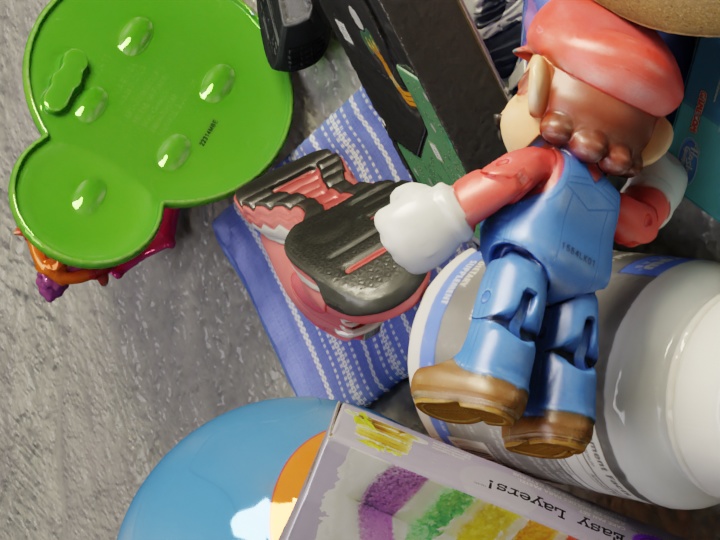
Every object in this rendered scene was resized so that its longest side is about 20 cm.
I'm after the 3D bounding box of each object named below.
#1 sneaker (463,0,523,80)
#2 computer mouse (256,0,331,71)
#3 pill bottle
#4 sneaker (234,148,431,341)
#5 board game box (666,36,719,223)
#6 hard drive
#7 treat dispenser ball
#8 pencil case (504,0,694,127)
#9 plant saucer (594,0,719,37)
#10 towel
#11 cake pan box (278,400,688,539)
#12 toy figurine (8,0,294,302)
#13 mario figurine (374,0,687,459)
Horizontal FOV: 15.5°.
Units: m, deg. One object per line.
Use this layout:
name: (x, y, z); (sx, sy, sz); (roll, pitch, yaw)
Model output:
sneaker: (0.034, -0.187, 1.273); (0.130, 0.079, 0.199); (-6, 100, 55)
computer mouse: (-0.028, -0.158, 1.350); (0.200, 0.034, 0.059); (108, 150, -70)
pill bottle: (0.125, 0.048, 1.209); (0.200, 0.114, 0.114); (7, 108, 50)
sneaker: (0.000, 0.000, 1.340); (0.087, 0.074, 0.200); (66, 172, -21)
board game box: (0.224, -0.056, 1.100); (0.200, 0.047, 0.151); (40, 132, 36)
hard drive: (0.025, -0.099, 1.220); (0.200, 0.038, 0.140); (62, 172, -22)
treat dispenser ball: (-0.031, 0.166, 1.378); (0.201, 0.201, 0.201); (22, 119, 46)
pencil case: (0.110, -0.144, 1.186); (0.078, 0.087, 0.200); (-106, 18, -68)
plant saucer: (0.146, -0.197, 1.076); (0.200, 0.035, 0.201); (-3, 83, 25)
towel: (-0.004, -0.008, 1.429); (0.200, 0.024, 0.145); (-39, 72, 50)
cake pan box: (0.036, 0.183, 1.242); (0.184, 0.052, 0.200); (24, 111, 1)
toy figurine: (-0.142, -0.043, 1.488); (0.150, 0.200, 0.184); (29, 149, -2)
mario figurine: (0.075, -0.024, 1.125); (0.106, 0.123, 0.200); (11, 74, 19)
